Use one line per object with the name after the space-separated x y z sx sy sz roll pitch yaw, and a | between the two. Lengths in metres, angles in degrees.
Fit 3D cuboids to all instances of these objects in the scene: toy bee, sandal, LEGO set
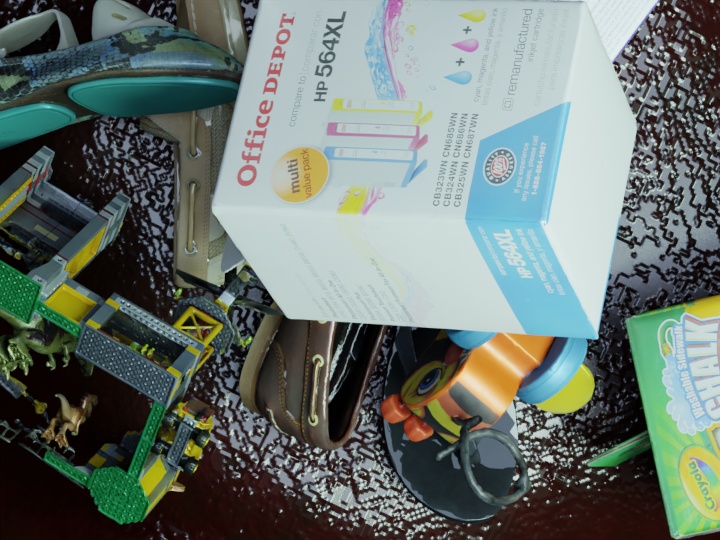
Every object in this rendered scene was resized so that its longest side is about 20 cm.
0.057 0.042 1.533 0.200 0.109 0.131 -39 99 -43 | toy bee
0.049 0.043 1.603 0.076 0.043 0.201 -3 91 -5 | sandal
-0.147 0.029 1.560 0.199 0.116 0.154 24 128 13 | LEGO set

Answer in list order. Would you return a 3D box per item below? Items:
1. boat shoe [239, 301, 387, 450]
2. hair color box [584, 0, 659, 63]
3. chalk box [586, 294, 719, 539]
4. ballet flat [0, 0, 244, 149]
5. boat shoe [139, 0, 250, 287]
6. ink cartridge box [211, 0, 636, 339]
0.000 0.000 1.572 0.070 0.070 0.201 8 103 -45 | boat shoe
0.072 -0.193 1.592 0.200 0.065 0.109 37 88 -6 | hair color box
0.221 0.073 1.558 0.199 0.124 0.124 -13 84 18 | chalk box
-0.150 -0.112 1.542 0.199 0.074 0.075 -9 92 24 | ballet flat
-0.090 -0.090 1.576 0.064 0.071 0.201 -9 93 -5 | boat shoe
0.023 -0.053 1.453 0.199 0.125 0.129 3 64 20 | ink cartridge box
